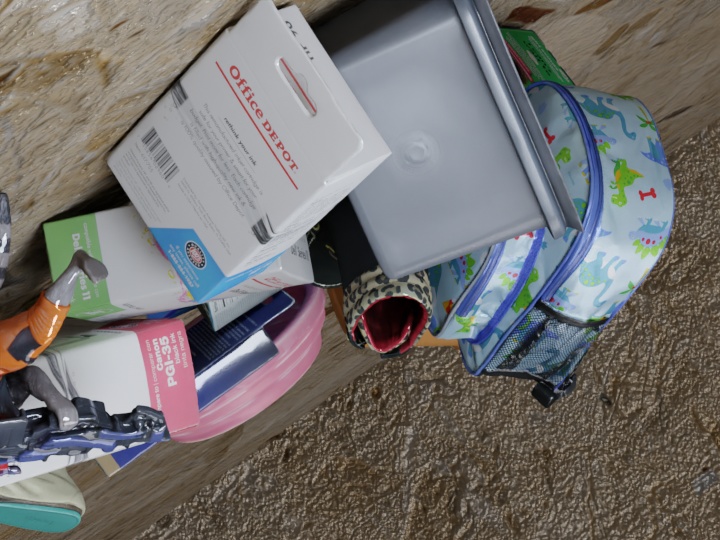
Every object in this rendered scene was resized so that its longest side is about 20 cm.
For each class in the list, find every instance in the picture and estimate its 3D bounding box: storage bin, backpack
[{"bbox_3d":[0.042,-0.101,1.508,0.134,0.201,0.146,-23,-157,3],"label":"storage bin"},{"bbox_3d":[0.125,-0.035,1.668,0.146,0.184,0.200,13,135,-31],"label":"backpack"}]

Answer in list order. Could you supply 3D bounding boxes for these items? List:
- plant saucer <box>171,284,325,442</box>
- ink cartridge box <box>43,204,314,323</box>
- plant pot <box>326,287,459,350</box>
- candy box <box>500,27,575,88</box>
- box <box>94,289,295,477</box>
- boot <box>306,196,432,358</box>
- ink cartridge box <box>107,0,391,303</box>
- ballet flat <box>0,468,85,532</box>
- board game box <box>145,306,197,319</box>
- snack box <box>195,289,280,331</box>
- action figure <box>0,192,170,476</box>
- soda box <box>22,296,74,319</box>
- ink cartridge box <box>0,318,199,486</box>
[{"bbox_3d":[-0.109,0.080,1.933,0.200,0.051,0.201,-30,-163,10],"label":"plant saucer"},{"bbox_3d":[-0.103,-0.016,1.579,0.199,0.068,0.117,-12,174,10],"label":"ink cartridge box"},{"bbox_3d":[0.046,-0.012,2.141,0.139,0.201,0.200,-14,167,-15],"label":"plant pot"},{"bbox_3d":[0.070,-0.124,1.879,0.169,0.077,0.200,-37,173,20],"label":"candy box"},{"bbox_3d":[-0.138,0.082,1.838,0.200,0.032,0.121,-37,-163,-6],"label":"box"},{"bbox_3d":[-0.001,-0.001,1.659,0.073,0.154,0.204,11,147,-18],"label":"boot"},{"bbox_3d":[-0.061,-0.081,1.428,0.068,0.116,0.200,-27,171,-45],"label":"ink cartridge box"},{"bbox_3d":[-0.290,0.154,1.695,0.069,0.070,0.200,-38,147,30],"label":"ballet flat"},{"bbox_3d":[-0.082,-0.033,1.937,0.152,0.045,0.200,-40,171,37],"label":"board game box"},{"bbox_3d":[-0.082,-0.037,1.746,0.116,0.037,0.200,-32,157,-13],"label":"snack box"},{"bbox_3d":[-0.215,0.058,1.432,0.199,0.105,0.194,1,129,-28],"label":"action figure"},{"bbox_3d":[-0.219,0.055,1.837,0.068,0.064,0.200,-32,173,-9],"label":"soda box"},{"bbox_3d":[-0.236,0.092,1.608,0.146,0.083,0.200,-1,-170,45],"label":"ink cartridge box"}]
